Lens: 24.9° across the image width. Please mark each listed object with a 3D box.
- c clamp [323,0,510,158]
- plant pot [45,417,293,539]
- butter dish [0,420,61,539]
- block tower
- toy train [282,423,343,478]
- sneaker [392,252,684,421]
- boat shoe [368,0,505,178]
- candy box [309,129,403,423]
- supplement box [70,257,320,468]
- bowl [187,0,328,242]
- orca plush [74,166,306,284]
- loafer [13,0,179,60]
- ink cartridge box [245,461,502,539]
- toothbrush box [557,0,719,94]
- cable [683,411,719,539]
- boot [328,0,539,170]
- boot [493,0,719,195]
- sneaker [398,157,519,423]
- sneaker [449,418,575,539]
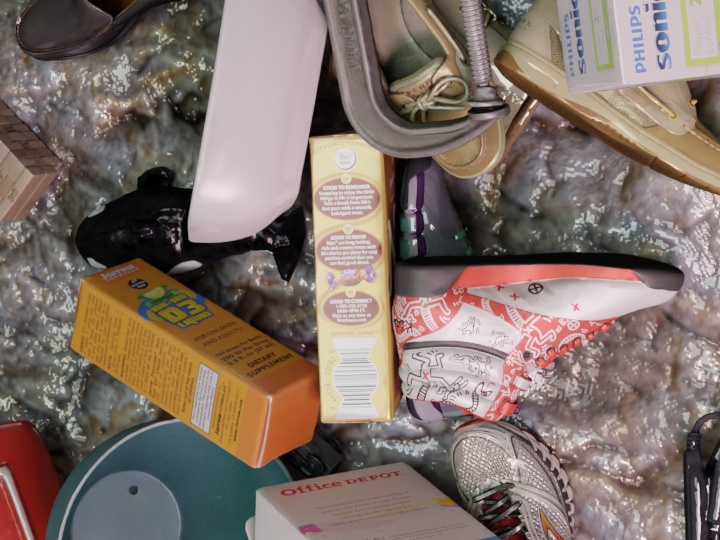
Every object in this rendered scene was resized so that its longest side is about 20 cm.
[{"bbox_3d":[0.049,-0.166,1.042,0.170,0.027,0.201,4,112,26],"label":"c clamp"},{"bbox_3d":[-0.158,0.208,1.258,0.135,0.199,0.201,1,99,62],"label":"plant pot"},{"bbox_3d":[-0.337,0.248,1.362,0.199,0.148,0.201,-20,89,-18],"label":"butter dish"},{"bbox_3d":[-0.333,-0.128,1.350,0.200,0.054,0.058,46,112,13],"label":"block tower"},{"bbox_3d":[-0.092,0.092,1.277,0.200,0.034,0.046,42,146,13],"label":"toy train"},{"bbox_3d":[0.122,0.045,1.129,0.200,0.067,0.109,-1,98,-4],"label":"sneaker"},{"bbox_3d":[0.031,-0.151,1.100,0.073,0.063,0.201,-22,94,31],"label":"boat shoe"},{"bbox_3d":[0.000,0.000,1.173,0.056,0.117,0.201,-3,97,7],"label":"candy box"},{"bbox_3d":[-0.124,0.065,1.209,0.200,0.066,0.069,27,121,30],"label":"supplement box"},{"bbox_3d":[-0.072,-0.114,1.158,0.074,0.200,0.201,11,86,-5],"label":"bowl"},{"bbox_3d":[-0.146,-0.020,1.268,0.199,0.071,0.106,16,103,22],"label":"orca plush"},{"bbox_3d":[-0.199,-0.219,1.265,0.199,0.072,0.073,-25,87,26],"label":"loafer"},{"bbox_3d":[0.010,0.229,1.159,0.200,0.128,0.126,32,123,58],"label":"ink cartridge box"},{"bbox_3d":[0.225,-0.193,1.006,0.199,0.086,0.146,-8,94,-15],"label":"toothbrush box"},{"bbox_3d":[0.301,0.190,1.108,0.162,0.051,0.201,-2,94,20],"label":"cable"},{"bbox_3d":[0.078,-0.187,1.142,0.154,0.072,0.201,32,114,19],"label":"boot"},{"bbox_3d":[0.209,-0.149,1.082,0.199,0.073,0.156,30,90,-4],"label":"boot"},{"bbox_3d":[0.073,0.010,1.184,0.087,0.074,0.201,-2,101,3],"label":"sneaker"},{"bbox_3d":[0.120,0.199,1.168,0.078,0.082,0.201,-29,84,25],"label":"sneaker"}]
